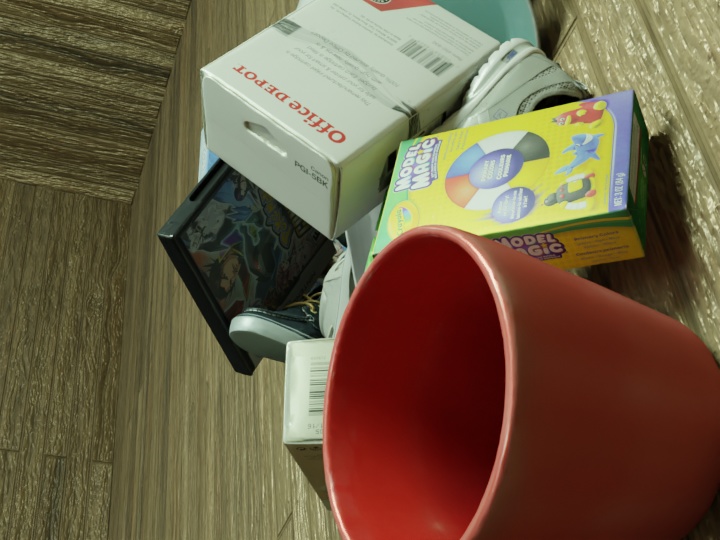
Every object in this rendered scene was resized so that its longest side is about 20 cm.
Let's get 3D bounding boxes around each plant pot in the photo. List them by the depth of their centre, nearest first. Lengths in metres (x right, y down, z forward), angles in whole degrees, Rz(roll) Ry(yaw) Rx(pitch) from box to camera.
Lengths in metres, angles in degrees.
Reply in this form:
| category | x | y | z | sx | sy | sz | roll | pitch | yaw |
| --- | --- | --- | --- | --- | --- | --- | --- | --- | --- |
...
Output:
| category | x | y | z | sx | sy | sz | roll | pitch | yaw |
| --- | --- | --- | --- | --- | --- | --- | --- | --- | --- |
| plant pot | 0.098 | 0.083 | 0.640 | 0.200 | 0.176 | 0.203 | -29 | 57 | 57 |

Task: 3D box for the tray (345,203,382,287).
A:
| category | x | y | z | sx | sy | sz | roll | pitch | yaw |
| --- | --- | --- | --- | --- | --- | --- | --- | --- | --- |
| tray | 0.049 | 0.012 | 0.903 | 0.106 | 0.022 | 0.202 | -18 | 71 | 20 |

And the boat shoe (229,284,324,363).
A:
| category | x | y | z | sx | sy | sz | roll | pitch | yaw |
| --- | --- | --- | --- | --- | --- | --- | --- | --- | --- |
| boat shoe | -0.052 | 0.049 | 1.133 | 0.070 | 0.200 | 0.092 | -4 | 71 | 39 |

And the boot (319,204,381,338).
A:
| category | x | y | z | sx | sy | sz | roll | pitch | yaw |
| --- | --- | --- | --- | --- | --- | --- | --- | --- | --- |
| boot | 0.000 | 0.000 | 1.028 | 0.096 | 0.073 | 0.202 | -125 | 44 | -54 |

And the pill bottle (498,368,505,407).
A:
| category | x | y | z | sx | sy | sz | roll | pitch | yaw |
| --- | --- | --- | --- | --- | --- | --- | --- | --- | --- |
| pill bottle | 0.090 | 0.092 | 0.790 | 0.112 | 0.111 | 0.202 | -139 | 61 | -69 |

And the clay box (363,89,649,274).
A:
| category | x | y | z | sx | sy | sz | roll | pitch | yaw |
| --- | --- | --- | --- | --- | --- | --- | --- | --- | --- |
| clay box | 0.089 | -0.049 | 0.748 | 0.198 | 0.048 | 0.116 | -10 | 44 | 25 |

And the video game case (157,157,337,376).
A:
| category | x | y | z | sx | sy | sz | roll | pitch | yaw |
| --- | --- | --- | --- | --- | --- | --- | --- | --- | --- |
| video game case | -0.105 | -0.026 | 1.118 | 0.181 | 0.025 | 0.201 | -56 | -39 | -31 |

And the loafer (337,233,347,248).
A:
| category | x | y | z | sx | sy | sz | roll | pitch | yaw |
| --- | --- | --- | --- | --- | --- | --- | --- | --- | --- |
| loafer | -0.007 | -0.055 | 1.158 | 0.068 | 0.070 | 0.202 | 28 | -136 | -71 |

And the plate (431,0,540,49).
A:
| category | x | y | z | sx | sy | sz | roll | pitch | yaw |
| --- | --- | --- | --- | --- | --- | --- | --- | --- | --- |
| plate | 0.065 | -0.205 | 0.962 | 0.026 | 0.199 | 0.201 | -47 | -10 | -45 |

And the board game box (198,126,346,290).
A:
| category | x | y | z | sx | sy | sz | roll | pitch | yaw |
| --- | --- | --- | --- | --- | --- | --- | --- | --- | --- |
| board game box | -0.087 | -0.072 | 1.279 | 0.043 | 0.197 | 0.202 | 125 | 149 | -51 |

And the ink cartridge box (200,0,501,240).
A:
| category | x | y | z | sx | sy | sz | roll | pitch | yaw |
| --- | --- | --- | --- | --- | --- | --- | --- | --- | --- |
| ink cartridge box | -0.007 | -0.137 | 0.879 | 0.146 | 0.200 | 0.083 | 36 | 145 | 22 |

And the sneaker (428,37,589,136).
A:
| category | x | y | z | sx | sy | sz | roll | pitch | yaw |
| --- | --- | --- | --- | --- | --- | --- | --- | --- | --- |
| sneaker | 0.095 | -0.081 | 0.847 | 0.082 | 0.075 | 0.201 | 33 | 91 | 34 |

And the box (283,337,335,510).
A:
| category | x | y | z | sx | sy | sz | roll | pitch | yaw |
| --- | --- | --- | --- | --- | --- | --- | --- | --- | --- |
| box | -0.010 | 0.141 | 0.985 | 0.201 | 0.077 | 0.096 | 73 | -165 | -60 |

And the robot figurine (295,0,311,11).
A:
| category | x | y | z | sx | sy | sz | roll | pitch | yaw |
| --- | --- | --- | --- | --- | --- | --- | --- | --- | --- |
| robot figurine | -0.019 | -0.209 | 1.090 | 0.202 | 0.112 | 0.170 | -68 | -10 | 19 |
